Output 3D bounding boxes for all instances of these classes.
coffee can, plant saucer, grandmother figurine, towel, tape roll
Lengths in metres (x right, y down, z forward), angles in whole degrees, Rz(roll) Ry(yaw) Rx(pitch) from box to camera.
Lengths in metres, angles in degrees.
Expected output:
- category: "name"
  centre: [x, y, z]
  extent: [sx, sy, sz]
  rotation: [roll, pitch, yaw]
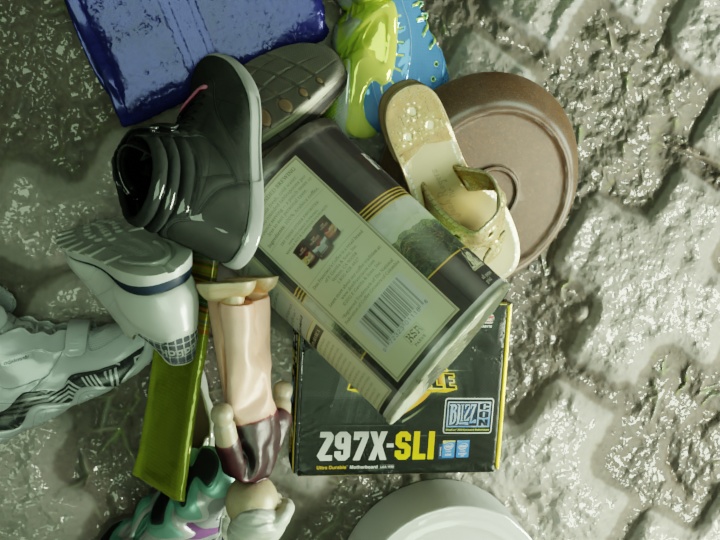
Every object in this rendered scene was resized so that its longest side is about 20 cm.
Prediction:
- category: "coffee can"
  centre: [0.000, 0.000, 0.788]
  extent: [0.200, 0.146, 0.147]
  rotation: [43, 89, 10]
- category: "plant saucer"
  centre: [0.111, -0.071, 0.868]
  extent: [0.196, 0.035, 0.204]
  rotation: [-8, 116, -16]
- category: "grandmother figurine"
  centre: [-0.082, 0.107, 0.730]
  extent: [0.060, 0.121, 0.204]
  rotation: [0, 94, 30]
- category: "towel"
  centre: [-0.138, -0.225, 0.811]
  extent: [0.197, 0.050, 0.150]
  rotation: [-24, 107, -6]
- category: "tape roll"
  centre: [0.077, 0.307, 0.932]
  extent: [0.198, 0.071, 0.207]
  rotation: [-2, 101, -12]
- category: "towel"
  centre: [-0.146, 0.071, 0.774]
  extent: [0.018, 0.086, 0.204]
  rotation: [9, 89, -32]

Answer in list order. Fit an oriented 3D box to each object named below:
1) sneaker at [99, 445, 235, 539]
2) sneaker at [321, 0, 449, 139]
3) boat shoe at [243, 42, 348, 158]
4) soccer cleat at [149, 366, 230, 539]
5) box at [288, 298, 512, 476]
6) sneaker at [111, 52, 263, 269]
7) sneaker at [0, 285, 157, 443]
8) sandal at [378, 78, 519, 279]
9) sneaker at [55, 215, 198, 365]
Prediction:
- category: "sneaker"
  centre: [-0.125, 0.233, 0.827]
  extent: [0.139, 0.078, 0.200]
  rotation: [34, 125, -21]
- category: "sneaker"
  centre: [0.030, -0.210, 0.842]
  extent: [0.103, 0.076, 0.204]
  rotation: [8, 105, -25]
- category: "boat shoe"
  centre: [-0.092, -0.113, 0.822]
  extent: [0.198, 0.073, 0.075]
  rotation: [-33, 62, 10]
- category: "soccer cleat"
  centre: [-0.141, 0.169, 0.858]
  extent: [0.068, 0.078, 0.204]
  rotation: [-17, 103, -8]
- category: "box"
  centre: [0.034, 0.102, 0.901]
  extent: [0.196, 0.049, 0.163]
  rotation: [2, 101, -12]
- category: "sneaker"
  centre: [-0.129, -0.100, 0.717]
  extent: [0.098, 0.203, 0.071]
  rotation: [19, 136, -34]
- category: "sneaker"
  centre: [-0.260, 0.056, 0.815]
  extent: [0.197, 0.075, 0.116]
  rotation: [-27, 104, -7]
- category: "sandal"
  centre: [0.082, -0.055, 0.807]
  extent: [0.077, 0.070, 0.213]
  rotation: [-33, 119, -1]
- category: "sneaker"
  centre: [-0.181, 0.009, 0.765]
  extent: [0.075, 0.199, 0.082]
  rotation: [-22, 115, -22]
